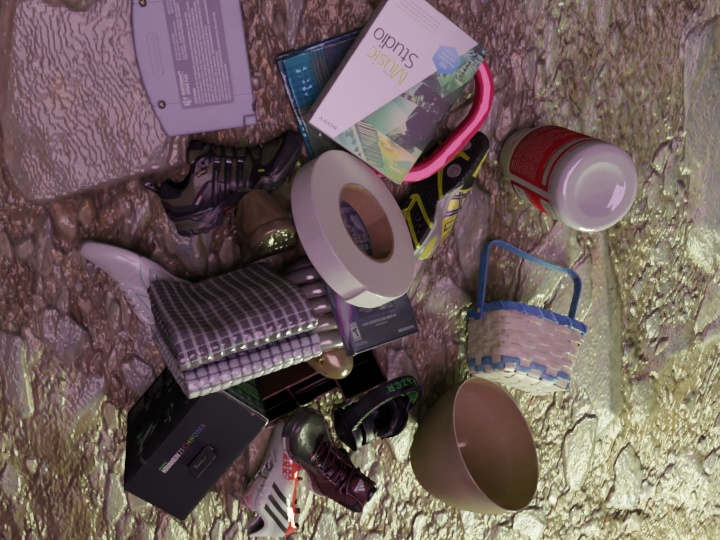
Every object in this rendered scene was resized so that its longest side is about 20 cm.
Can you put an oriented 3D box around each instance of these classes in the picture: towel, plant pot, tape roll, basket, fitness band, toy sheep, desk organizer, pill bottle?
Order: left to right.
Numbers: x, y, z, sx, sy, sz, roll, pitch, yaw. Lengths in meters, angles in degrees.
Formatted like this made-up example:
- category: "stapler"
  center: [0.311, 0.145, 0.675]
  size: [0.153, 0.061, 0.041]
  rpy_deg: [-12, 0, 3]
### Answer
- category: "towel"
  center: [-0.156, 0.057, 0.904]
  size: [0.165, 0.200, 0.086]
  rpy_deg: [-19, 115, -20]
- category: "desk organizer"
  center: [-0.069, 0.158, 1.091]
  size: [0.200, 0.077, 0.072]
  rpy_deg: [-26, 114, -5]
- category: "toy sheep"
  center: [-0.053, 0.048, 1.029]
  size: [0.138, 0.138, 0.200]
  rpy_deg: [-12, 77, -11]
- category: "towel"
  center: [-0.011, -0.207, 1.007]
  size: [0.147, 0.022, 0.200]
  rpy_deg: [-21, 113, -6]
- category: "tape roll"
  center: [-0.005, -0.052, 0.950]
  size: [0.037, 0.203, 0.203]
  rpy_deg: [-26, 118, 31]
- category: "fitness band"
  center: [0.081, -0.208, 0.997]
  size: [0.200, 0.037, 0.144]
  rpy_deg: [-46, 111, 4]
- category: "plant pot"
  center: [0.154, 0.274, 1.151]
  size: [0.200, 0.200, 0.134]
  rpy_deg: [40, 131, -24]
- category: "basket"
  center: [0.239, 0.070, 1.122]
  size: [0.176, 0.139, 0.200]
  rpy_deg: [21, 75, -19]
- category: "pill bottle"
  center: [0.263, -0.130, 1.011]
  size: [0.112, 0.200, 0.112]
  rpy_deg: [-5, 111, -14]

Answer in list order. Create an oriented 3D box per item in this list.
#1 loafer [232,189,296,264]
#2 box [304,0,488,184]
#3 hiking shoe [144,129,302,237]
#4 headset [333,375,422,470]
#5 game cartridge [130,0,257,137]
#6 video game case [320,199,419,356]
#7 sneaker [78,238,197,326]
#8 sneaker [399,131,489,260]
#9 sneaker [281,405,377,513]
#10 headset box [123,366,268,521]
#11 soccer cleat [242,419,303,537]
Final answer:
- category: "loafer"
  center: [-0.119, -0.055, 0.951]
  size: [0.076, 0.200, 0.068]
  rpy_deg: [-18, 87, -16]
- category: "box"
  center: [0.044, -0.227, 0.943]
  size: [0.144, 0.036, 0.200]
  rpy_deg: [31, 98, -20]
- category: "hiking shoe"
  center: [-0.168, -0.128, 0.962]
  size: [0.200, 0.076, 0.101]
  rpy_deg: [-35, 118, 0]
- category: "headset"
  center: [0.020, 0.232, 1.119]
  size: [0.123, 0.094, 0.200]
  rpy_deg: [-8, 146, -44]
- category: "game cartridge"
  center: [-0.204, -0.267, 0.925]
  size: [0.133, 0.042, 0.200]
  rpy_deg: [-8, 111, -8]
- category: "video game case"
  center: [0.000, 0.000, 0.993]
  size: [0.143, 0.019, 0.200]
  rpy_deg: [-12, 82, -51]
- category: "sneaker"
  center: [-0.273, 0.026, 0.984]
  size: [0.200, 0.070, 0.080]
  rpy_deg: [32, 84, -22]
- category: "sneaker"
  center: [0.112, -0.104, 1.062]
  size: [0.200, 0.075, 0.076]
  rpy_deg: [-56, 147, 3]
- category: "sneaker"
  center: [-0.030, 0.270, 1.065]
  size: [0.076, 0.115, 0.200]
  rpy_deg: [-50, 142, -25]
- category: "headset box"
  center: [-0.217, 0.193, 0.996]
  size: [0.093, 0.200, 0.174]
  rpy_deg: [38, 95, -23]
- category: "soccer cleat"
  center: [-0.132, 0.313, 1.136]
  size: [0.085, 0.069, 0.200]
  rpy_deg: [-4, 115, -18]
